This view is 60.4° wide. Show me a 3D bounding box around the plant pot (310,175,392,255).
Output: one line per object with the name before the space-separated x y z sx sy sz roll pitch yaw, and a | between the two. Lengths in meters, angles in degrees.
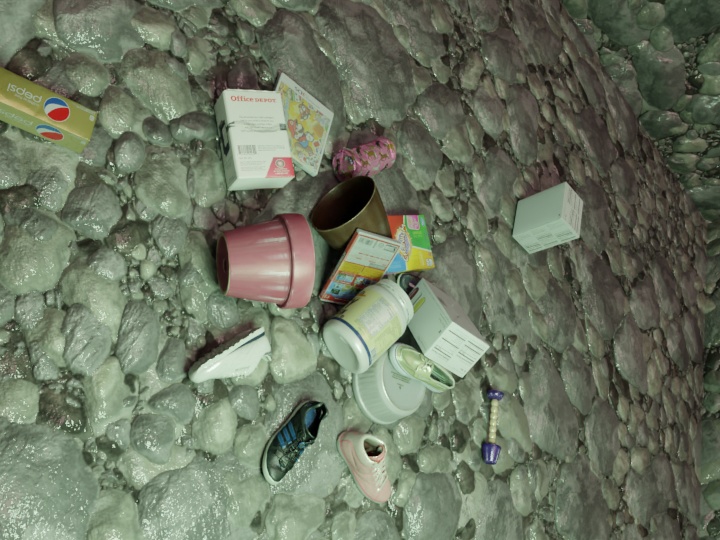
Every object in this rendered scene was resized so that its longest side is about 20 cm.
plant pot | 0.002 -0.094 1.545 0.202 0.182 0.190 55 47 -34

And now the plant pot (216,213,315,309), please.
plant pot | -0.208 -0.018 1.314 0.173 0.199 0.207 -3 78 -26

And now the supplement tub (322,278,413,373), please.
supplement tub | 0.021 0.129 1.474 0.199 0.144 0.147 -39 103 -30

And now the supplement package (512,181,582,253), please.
supplement package | 0.635 -0.177 2.102 0.110 0.197 0.160 36 55 -28

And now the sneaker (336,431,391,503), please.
sneaker | 0.031 0.457 1.432 0.075 0.103 0.203 -44 108 -42

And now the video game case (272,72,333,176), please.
video game case | -0.159 -0.370 1.569 0.180 0.023 0.206 32 58 -31

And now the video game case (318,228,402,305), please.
video game case | 0.000 0.000 1.501 0.140 0.203 0.018 12 29 -38

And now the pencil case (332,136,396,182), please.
pencil case | 0.014 -0.299 1.667 0.083 0.088 0.198 44 43 19

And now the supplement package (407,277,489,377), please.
supplement package | 0.210 0.145 1.595 0.154 0.112 0.201 32 16 -33

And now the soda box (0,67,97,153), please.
soda box | -0.589 -0.292 1.121 0.196 0.067 0.066 22 63 -36

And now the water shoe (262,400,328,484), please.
water shoe | -0.139 0.359 1.322 0.072 0.078 0.202 46 51 -20

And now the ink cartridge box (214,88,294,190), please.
ink cartridge box | -0.243 -0.297 1.412 0.141 0.084 0.207 -7 81 -32

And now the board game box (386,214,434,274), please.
board game box | 0.114 -0.072 1.714 0.196 0.040 0.159 -6 81 -43

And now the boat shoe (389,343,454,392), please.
boat shoe | 0.153 0.234 1.511 0.198 0.061 0.074 34 56 -30

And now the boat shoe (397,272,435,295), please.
boat shoe | 0.182 0.073 1.711 0.199 0.061 0.076 42 70 -25

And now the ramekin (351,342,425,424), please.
ramekin | 0.079 0.273 1.538 0.198 0.093 0.210 14 68 -38

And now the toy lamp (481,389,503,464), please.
toy lamp | 0.381 0.452 1.786 0.057 0.057 0.206 28 57 -32

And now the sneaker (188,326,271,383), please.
sneaker | -0.261 0.188 1.273 0.197 0.075 0.083 -28 105 -42
